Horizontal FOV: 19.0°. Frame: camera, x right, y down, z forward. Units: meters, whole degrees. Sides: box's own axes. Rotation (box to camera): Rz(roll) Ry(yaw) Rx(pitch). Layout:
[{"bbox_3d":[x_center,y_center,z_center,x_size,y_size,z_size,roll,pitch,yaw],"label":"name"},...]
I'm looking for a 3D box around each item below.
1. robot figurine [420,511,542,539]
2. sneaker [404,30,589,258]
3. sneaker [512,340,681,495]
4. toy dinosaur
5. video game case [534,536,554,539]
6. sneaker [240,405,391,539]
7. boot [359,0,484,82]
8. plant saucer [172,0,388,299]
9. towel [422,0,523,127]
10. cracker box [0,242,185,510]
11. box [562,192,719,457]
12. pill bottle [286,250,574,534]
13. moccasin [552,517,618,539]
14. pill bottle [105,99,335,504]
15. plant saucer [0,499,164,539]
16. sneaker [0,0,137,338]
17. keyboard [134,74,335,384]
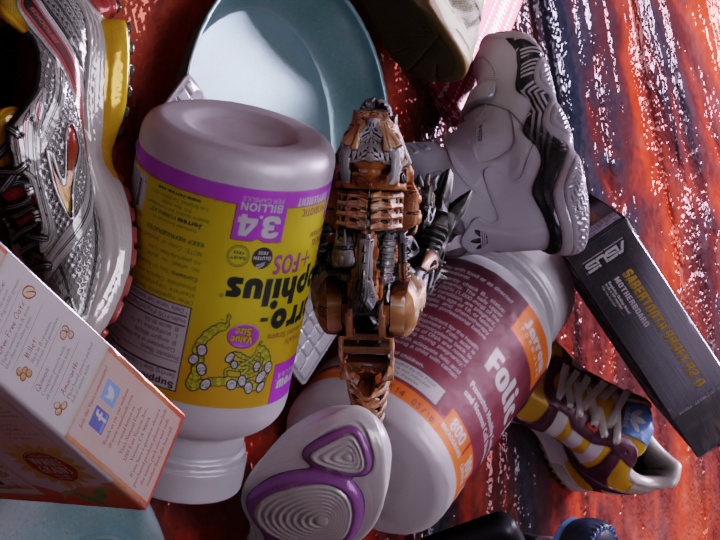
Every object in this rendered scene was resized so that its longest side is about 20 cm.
[{"bbox_3d":[0.104,0.253,1.411,0.150,0.124,0.201,-49,128,-34],"label":"robot figurine"},{"bbox_3d":[0.070,-0.080,1.366,0.201,0.114,0.075,-104,-172,-47],"label":"sneaker"},{"bbox_3d":[0.157,0.094,1.513,0.200,0.090,0.075,44,56,-45],"label":"sneaker"},{"bbox_3d":[0.000,0.000,1.188,0.136,0.102,0.201,-83,-165,-64],"label":"toy dinosaur"},{"bbox_3d":[0.157,0.274,1.366,0.182,0.022,0.201,13,81,-51],"label":"video game case"},{"bbox_3d":[-0.028,0.125,1.225,0.200,0.075,0.100,115,-2,-48],"label":"sneaker"},{"bbox_3d":[0.040,-0.237,1.331,0.155,0.072,0.200,-64,142,-31],"label":"boot"},{"bbox_3d":[-0.053,-0.081,1.271,0.200,0.036,0.201,-2,92,-54],"label":"plant saucer"},{"bbox_3d":[0.044,-0.207,1.416,0.200,0.022,0.145,51,51,-41],"label":"towel"},{"bbox_3d":[-0.193,0.037,0.997,0.200,0.133,0.058,48,53,-43],"label":"cracker box"},{"bbox_3d":[0.189,0.031,1.456,0.159,0.048,0.200,55,3,-5],"label":"box"},{"bbox_3d":[0.050,0.060,1.345,0.200,0.114,0.115,-49,128,-41],"label":"pill bottle"},{"bbox_3d":[0.156,0.246,1.292,0.080,0.068,0.201,-20,106,-49],"label":"moccasin"},{"bbox_3d":[-0.081,0.018,1.141,0.104,0.104,0.201,-15,123,-53],"label":"pill bottle"},{"bbox_3d":[-0.152,0.190,1.134,0.201,0.039,0.202,-2,93,-54],"label":"plant saucer"},{"bbox_3d":[-0.167,-0.048,1.094,0.082,0.078,0.201,3,81,-45],"label":"sneaker"},{"bbox_3d":[-0.064,-0.020,1.218,0.200,0.011,0.056,57,48,-37],"label":"keyboard"}]
